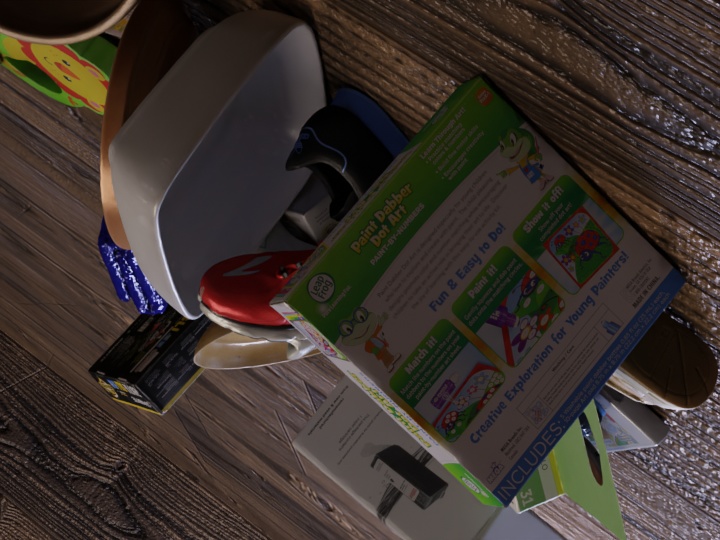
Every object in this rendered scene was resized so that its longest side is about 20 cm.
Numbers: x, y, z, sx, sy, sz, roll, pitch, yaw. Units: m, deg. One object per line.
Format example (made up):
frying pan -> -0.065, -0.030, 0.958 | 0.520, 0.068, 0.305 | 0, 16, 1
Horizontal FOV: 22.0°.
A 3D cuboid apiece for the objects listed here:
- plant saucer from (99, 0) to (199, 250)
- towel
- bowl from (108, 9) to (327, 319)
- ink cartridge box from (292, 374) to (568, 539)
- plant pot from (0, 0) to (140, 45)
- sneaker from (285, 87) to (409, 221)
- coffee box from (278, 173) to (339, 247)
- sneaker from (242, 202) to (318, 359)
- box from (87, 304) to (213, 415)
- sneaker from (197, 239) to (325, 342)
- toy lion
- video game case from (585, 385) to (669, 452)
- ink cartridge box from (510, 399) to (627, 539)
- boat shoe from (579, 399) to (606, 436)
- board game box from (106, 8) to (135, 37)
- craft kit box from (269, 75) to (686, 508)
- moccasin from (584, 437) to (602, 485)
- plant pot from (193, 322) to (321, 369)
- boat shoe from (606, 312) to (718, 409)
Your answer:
plant saucer -> -0.156, -0.114, 1.437 | 0.032, 0.201, 0.200 | 8, 157, 8
towel -> -0.181, -0.078, 1.572 | 0.049, 0.200, 0.148 | 4, 154, 11
bowl -> -0.109, -0.084, 1.351 | 0.075, 0.200, 0.200 | 29, 158, 19
ink cartridge box -> 0.061, 0.187, 1.537 | 0.200, 0.084, 0.144 | 37, 178, 37
plant pot -> -0.208, -0.262, 1.245 | 0.200, 0.093, 0.201 | 12, 125, 18
sneaker -> 0.031, -0.042, 1.378 | 0.200, 0.078, 0.070 | 44, 163, -10
coffee box -> 0.000, 0.000, 1.519 | 0.114, 0.080, 0.200 | 17, 145, 57
sneaker -> -0.085, -0.004, 1.453 | 0.200, 0.080, 0.070 | 36, 157, 36
box -> -0.177, 0.054, 1.900 | 0.049, 0.200, 0.160 | 48, 162, -21
sneaker -> -0.020, -0.003, 1.335 | 0.200, 0.077, 0.085 | -4, 139, 0
toy lion -> -0.285, -0.201, 1.739 | 0.192, 0.069, 0.200 | 34, 165, -6
video game case -> 0.150, 0.087, 1.550 | 0.182, 0.023, 0.200 | 42, 165, -5
ink cartridge box -> 0.119, 0.109, 1.346 | 0.200, 0.048, 0.146 | -135, 27, -66
boat shoe -> 0.121, 0.112, 1.519 | 0.084, 0.069, 0.200 | 48, 161, -26
board game box -> -0.269, -0.258, 1.410 | 0.200, 0.034, 0.134 | 43, -165, 27
craft kit box -> 0.078, 0.014, 1.193 | 0.198, 0.200, 0.049 | 45, 165, -13
moccasin -> 0.127, 0.145, 1.574 | 0.201, 0.078, 0.074 | 29, 162, 35
plant pot -> -0.058, 0.048, 1.691 | 0.200, 0.200, 0.028 | 113, 144, -74
boat shoe -> 0.155, 0.031, 1.292 | 0.200, 0.074, 0.069 | 42, 159, -6
